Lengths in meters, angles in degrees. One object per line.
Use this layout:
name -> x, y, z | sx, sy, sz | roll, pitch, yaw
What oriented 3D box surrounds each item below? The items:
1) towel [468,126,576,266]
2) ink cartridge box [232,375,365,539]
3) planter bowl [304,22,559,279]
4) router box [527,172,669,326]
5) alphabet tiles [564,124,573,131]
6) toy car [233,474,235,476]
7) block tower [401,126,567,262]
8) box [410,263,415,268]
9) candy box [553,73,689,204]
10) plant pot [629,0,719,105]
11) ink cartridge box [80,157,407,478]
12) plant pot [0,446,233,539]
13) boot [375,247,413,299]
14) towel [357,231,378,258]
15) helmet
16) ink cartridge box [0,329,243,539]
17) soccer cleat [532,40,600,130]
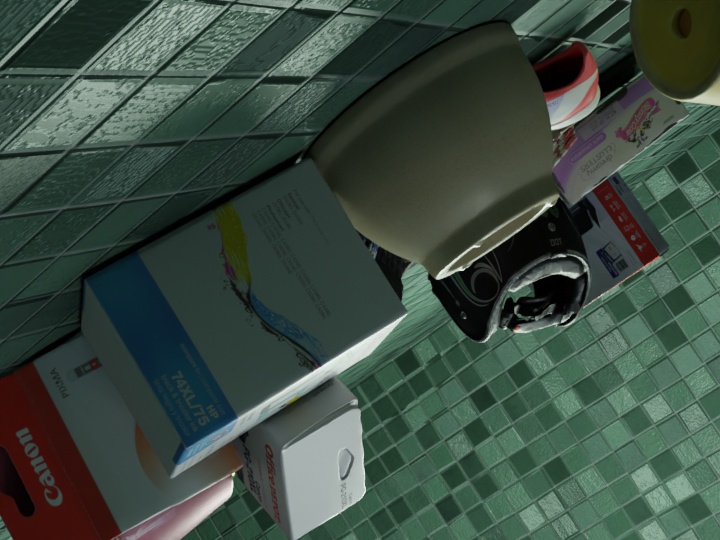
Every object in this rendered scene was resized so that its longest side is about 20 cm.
towel -> 0.145, -0.080, 1.476 | 0.200, 0.030, 0.146 | -49, -171, -10
ink cartridge box -> -0.088, 0.118, 1.206 | 0.084, 0.200, 0.146 | -30, 143, -23
planter bowl -> 0.073, -0.080, 1.065 | 0.199, 0.135, 0.200 | -33, 172, -5
router box -> 0.273, -0.059, 1.771 | 0.179, 0.201, 0.049 | -38, 174, 32
alphabet tiles -> 0.166, -0.127, 1.421 | 0.199, 0.008, 0.167 | -38, -168, 23
toy car -> -0.145, 0.144, 1.689 | 0.163, 0.158, 0.201 | -23, 145, -10
block tower -> 0.103, -0.092, 1.301 | 0.199, 0.058, 0.054 | -39, -178, -7
box -> -0.008, 0.004, 1.575 | 0.199, 0.050, 0.199 | -33, 173, -13
candy box -> 0.290, -0.157, 1.606 | 0.167, 0.072, 0.200 | -37, 180, 6
plant pot -> 0.343, -0.221, 1.167 | 0.187, 0.203, 0.201 | -11, 162, -27
ink cartridge box -> -0.094, 0.038, 1.051 | 0.199, 0.147, 0.147 | -31, 172, -19
plant pot -> -0.220, 0.186, 1.209 | 0.178, 0.201, 0.200 | -24, 169, -26
boot -> 0.000, 0.000, 1.367 | 0.131, 0.070, 0.201 | -33, -159, 49
towel -> -0.017, 0.009, 1.244 | 0.145, 0.024, 0.202 | 134, -24, -66
helmet -> 0.171, -0.020, 1.638 | 0.198, 0.191, 0.201 | -19, 137, -18
ink cartridge box -> -0.210, 0.131, 1.096 | 0.199, 0.163, 0.050 | -25, 174, -46
soccer cleat -> 0.128, -0.141, 1.231 | 0.199, 0.068, 0.073 | -29, 148, -6
